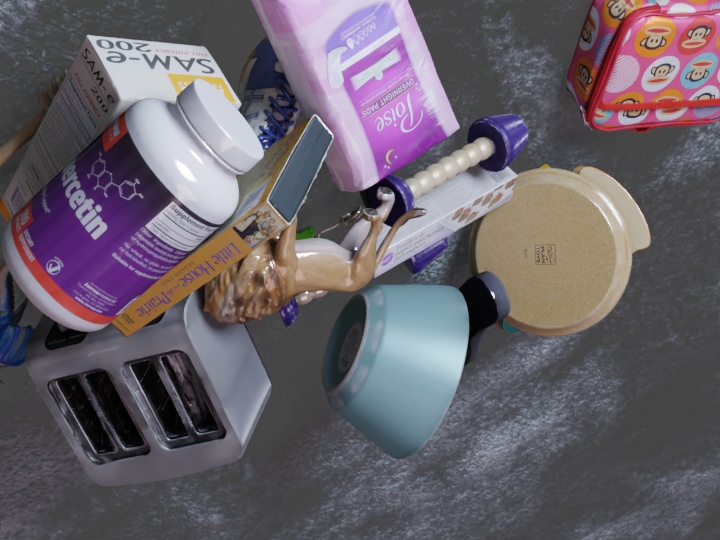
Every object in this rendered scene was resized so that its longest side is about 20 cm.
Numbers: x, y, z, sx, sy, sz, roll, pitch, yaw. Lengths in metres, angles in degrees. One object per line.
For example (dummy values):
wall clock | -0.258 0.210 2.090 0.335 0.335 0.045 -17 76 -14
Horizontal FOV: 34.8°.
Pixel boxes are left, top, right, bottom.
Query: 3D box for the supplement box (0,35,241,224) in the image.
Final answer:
supplement box | -0.208 -0.098 0.980 0.125 0.074 0.200 -6 144 -48

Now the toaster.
toaster | -0.196 0.100 1.094 0.178 0.119 0.202 -12 117 19

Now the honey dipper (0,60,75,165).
honey dipper | -0.303 -0.102 0.988 0.199 0.038 0.038 -40 138 11

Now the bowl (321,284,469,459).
bowl | 0.027 0.096 1.277 0.104 0.202 0.202 21 121 -18

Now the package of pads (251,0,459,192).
package of pads | -0.005 -0.181 0.993 0.120 0.075 0.202 -34 119 -16

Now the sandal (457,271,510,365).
sandal | 0.112 0.059 1.321 0.042 0.077 0.201 -24 161 -23

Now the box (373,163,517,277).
box | 0.080 -0.059 1.199 0.199 0.041 0.039 -30 149 -28

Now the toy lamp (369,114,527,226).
toy lamp | 0.094 -0.105 1.142 0.199 0.058 0.059 -30 145 -34

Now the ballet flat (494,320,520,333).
ballet flat | 0.228 -0.010 1.350 0.200 0.073 0.068 -42 132 13

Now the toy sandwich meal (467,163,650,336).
toy sandwich meal | 0.217 -0.028 1.280 0.206 0.205 0.070 -50 171 22

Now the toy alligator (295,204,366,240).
toy alligator | -0.085 -0.021 1.183 0.199 0.059 0.054 -39 97 10

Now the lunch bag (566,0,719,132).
lunch bag | 0.315 -0.217 1.197 0.197 0.082 0.177 -7 138 -21

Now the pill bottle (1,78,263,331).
pill bottle | -0.172 -0.052 0.881 0.199 0.113 0.112 -40 138 13

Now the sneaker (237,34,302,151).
sneaker | -0.082 -0.129 1.049 0.075 0.089 0.201 15 121 -36

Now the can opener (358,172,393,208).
can opener | 0.012 -0.114 1.134 0.078 0.064 0.201 -22 138 -9

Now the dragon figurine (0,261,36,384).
dragon figurine | -0.346 0.054 1.102 0.200 0.059 0.099 -45 137 18

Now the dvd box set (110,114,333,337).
dvd box set | -0.116 -0.038 0.959 0.199 0.147 0.029 -33 111 30

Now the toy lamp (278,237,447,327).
toy lamp | 0.000 0.000 1.246 0.198 0.059 0.059 -25 139 -4

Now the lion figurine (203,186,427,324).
lion figurine | -0.041 -0.008 1.032 0.197 0.073 0.124 1 120 -22
